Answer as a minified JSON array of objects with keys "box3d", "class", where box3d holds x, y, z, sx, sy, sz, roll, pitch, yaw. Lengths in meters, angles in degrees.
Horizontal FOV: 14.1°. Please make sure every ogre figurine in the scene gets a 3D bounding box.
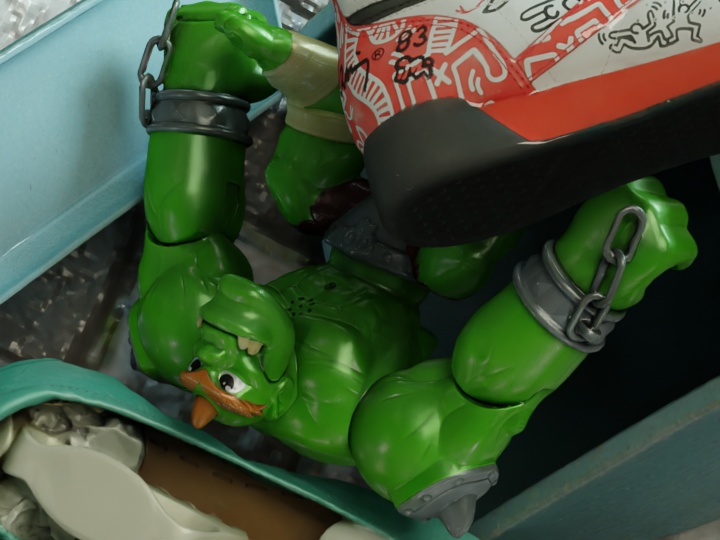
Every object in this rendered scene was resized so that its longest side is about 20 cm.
[{"box3d":[0.000,0.000,0.870,0.200,0.098,0.120,22,97,18],"class":"ogre figurine"}]

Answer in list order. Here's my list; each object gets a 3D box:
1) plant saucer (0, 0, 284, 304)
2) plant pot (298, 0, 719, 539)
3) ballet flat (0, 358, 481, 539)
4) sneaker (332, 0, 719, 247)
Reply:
[{"box3d":[-0.082,-0.054,0.915,0.200,0.019,0.070,-40,126,-51],"class":"plant saucer"},{"box3d":[0.124,-0.022,0.945,0.200,0.196,0.196,2,65,-34],"class":"plant pot"},{"box3d":[-0.036,0.088,0.872,0.200,0.070,0.067,24,101,3],"class":"ballet flat"},{"box3d":[0.088,-0.085,0.789,0.201,0.067,0.108,-16,66,2],"class":"sneaker"}]
